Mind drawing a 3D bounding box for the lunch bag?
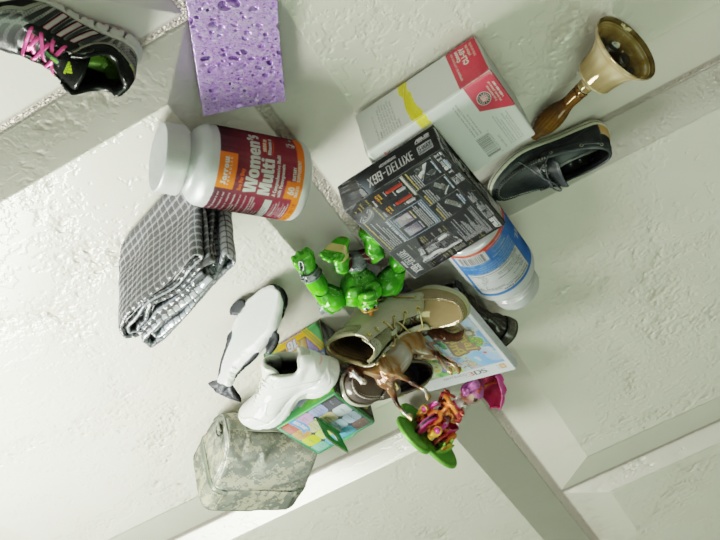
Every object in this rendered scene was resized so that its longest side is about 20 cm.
[{"bbox_3d":[-0.180,0.325,1.869,0.198,0.140,0.168,8,134,-26],"label":"lunch bag"}]

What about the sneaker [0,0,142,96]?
[{"bbox_3d":[-0.346,-0.255,1.228,0.198,0.088,0.074,14,131,-29],"label":"sneaker"}]

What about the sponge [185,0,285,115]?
[{"bbox_3d":[-0.153,-0.284,1.303,0.110,0.030,0.201,-10,138,-8],"label":"sponge"}]

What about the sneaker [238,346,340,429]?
[{"bbox_3d":[-0.130,0.172,1.642,0.199,0.078,0.099,-37,123,25],"label":"sneaker"}]

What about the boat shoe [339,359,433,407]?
[{"bbox_3d":[0.044,0.176,1.720,0.059,0.073,0.199,-18,170,37],"label":"boat shoe"}]

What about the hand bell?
[{"bbox_3d":[0.301,-0.247,1.470,0.103,0.105,0.200,14,143,-30],"label":"hand bell"}]

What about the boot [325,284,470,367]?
[{"bbox_3d":[0.058,0.087,1.633,0.198,0.155,0.073,-2,115,29],"label":"boot"}]

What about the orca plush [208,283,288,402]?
[{"bbox_3d":[-0.161,0.113,1.678,0.071,0.104,0.202,5,104,-60],"label":"orca plush"}]

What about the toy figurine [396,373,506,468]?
[{"bbox_3d":[0.175,0.238,1.898,0.184,0.151,0.200,-44,157,11],"label":"toy figurine"}]

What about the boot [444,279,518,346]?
[{"bbox_3d":[0.152,0.100,1.802,0.173,0.070,0.200,26,128,-27],"label":"boot"}]

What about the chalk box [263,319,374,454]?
[{"bbox_3d":[-0.065,0.211,1.737,0.123,0.201,0.124,-30,136,17],"label":"chalk box"}]

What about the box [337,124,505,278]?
[{"bbox_3d":[0.087,-0.088,1.452,0.157,0.050,0.200,-31,138,17],"label":"box"}]

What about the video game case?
[{"bbox_3d":[0.136,0.120,1.765,0.181,0.022,0.200,-19,128,33],"label":"video game case"}]

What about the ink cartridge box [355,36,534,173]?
[{"bbox_3d":[0.113,-0.198,1.442,0.199,0.084,0.145,-32,137,15],"label":"ink cartridge box"}]

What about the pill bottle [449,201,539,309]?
[{"bbox_3d":[0.203,-0.023,1.641,0.111,0.113,0.200,-29,138,14],"label":"pill bottle"}]

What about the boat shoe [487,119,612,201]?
[{"bbox_3d":[0.281,-0.152,1.564,0.198,0.063,0.075,-25,140,12],"label":"boat shoe"}]

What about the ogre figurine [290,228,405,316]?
[{"bbox_3d":[0.000,0.000,1.616,0.199,0.098,0.121,-29,131,-29],"label":"ogre figurine"}]

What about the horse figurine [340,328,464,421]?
[{"bbox_3d":[0.078,0.146,1.675,0.200,0.132,0.050,-40,157,-33],"label":"horse figurine"}]

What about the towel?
[{"bbox_3d":[-0.260,-0.017,1.457,0.085,0.167,0.200,29,122,-32],"label":"towel"}]

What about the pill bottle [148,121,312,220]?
[{"bbox_3d":[-0.172,-0.133,1.400,0.198,0.110,0.110,8,133,-26],"label":"pill bottle"}]
